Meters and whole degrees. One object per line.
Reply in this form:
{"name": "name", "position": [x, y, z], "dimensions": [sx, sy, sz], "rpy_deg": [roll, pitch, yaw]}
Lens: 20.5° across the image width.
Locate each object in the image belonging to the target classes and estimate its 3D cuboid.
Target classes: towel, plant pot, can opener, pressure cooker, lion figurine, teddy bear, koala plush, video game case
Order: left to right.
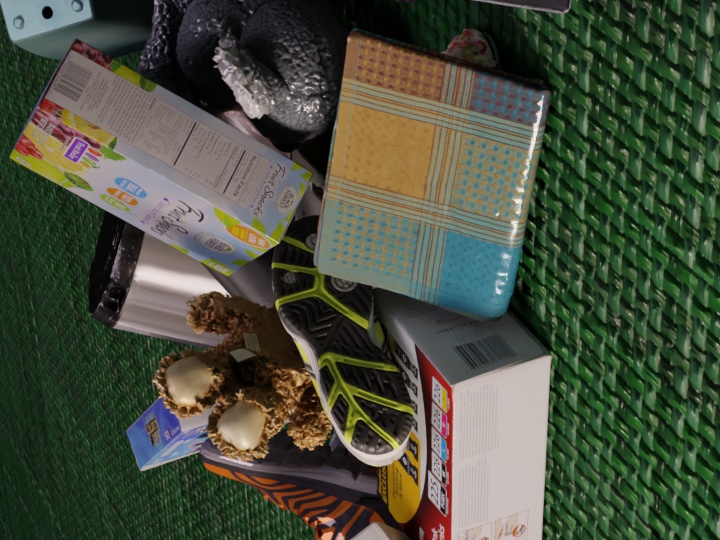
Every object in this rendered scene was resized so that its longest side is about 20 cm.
{"name": "plant pot", "position": [-0.228, -0.262, 1.746], "dimensions": [0.141, 0.200, 0.142], "rpy_deg": [-12, 95, 25]}
{"name": "pressure cooker", "position": [-0.126, -0.015, 1.752], "dimensions": [0.176, 0.199, 0.179], "rpy_deg": [-95, 23, -54]}
{"name": "can opener", "position": [-0.096, -0.023, 1.623], "dimensions": [0.200, 0.067, 0.053], "rpy_deg": [49, 161, -7]}
{"name": "video game case", "position": [-0.104, 0.119, 1.796], "dimensions": [0.046, 0.181, 0.200], "rpy_deg": [69, 159, 8]}
{"name": "teddy bear", "position": [-0.076, 0.077, 1.487], "dimensions": [0.200, 0.145, 0.067], "rpy_deg": [-68, 1, -58]}
{"name": "lion figurine", "position": [-0.076, -0.115, 1.682], "dimensions": [0.200, 0.122, 0.072], "rpy_deg": [55, 143, 10]}
{"name": "koala plush", "position": [-0.064, -0.165, 1.509], "dimensions": [0.200, 0.177, 0.184], "rpy_deg": [-134, 48, -58]}
{"name": "towel", "position": [0.047, -0.062, 1.366], "dimensions": [0.146, 0.022, 0.200], "rpy_deg": [17, 129, 11]}

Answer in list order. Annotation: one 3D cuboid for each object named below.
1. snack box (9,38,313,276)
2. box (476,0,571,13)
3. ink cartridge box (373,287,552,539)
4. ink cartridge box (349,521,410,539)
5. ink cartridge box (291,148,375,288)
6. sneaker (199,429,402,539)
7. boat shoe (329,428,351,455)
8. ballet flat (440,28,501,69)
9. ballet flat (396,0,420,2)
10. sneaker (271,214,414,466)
{"name": "snack box", "position": [-0.153, -0.079, 1.495], "dimensions": [0.068, 0.200, 0.169], "rpy_deg": [-65, 11, -15]}
{"name": "box", "position": [0.006, -0.234, 1.198], "dimensions": [0.198, 0.199, 0.124], "rpy_deg": [30, 112, 61]}
{"name": "ink cartridge box", "position": [0.063, 0.106, 1.497], "dimensions": [0.176, 0.084, 0.201], "rpy_deg": [-130, 31, -49]}
{"name": "ink cartridge box", "position": [0.008, 0.282, 1.561], "dimensions": [0.083, 0.145, 0.200], "rpy_deg": [54, -174, 22]}
{"name": "ink cartridge box", "position": [0.000, 0.000, 1.601], "dimensions": [0.115, 0.068, 0.201], "rpy_deg": [48, 148, 48]}
{"name": "sneaker", "position": [-0.047, 0.206, 1.709], "dimensions": [0.078, 0.199, 0.112], "rpy_deg": [-45, -36, -64]}
{"name": "boat shoe", "position": [-0.012, 0.197, 1.775], "dimensions": [0.070, 0.071, 0.201], "rpy_deg": [51, 150, 45]}
{"name": "ballet flat", "position": [0.058, -0.078, 1.403], "dimensions": [0.200, 0.064, 0.076], "rpy_deg": [94, 152, -42]}
{"name": "ballet flat", "position": [0.003, -0.256, 1.398], "dimensions": [0.069, 0.071, 0.200], "rpy_deg": [95, 151, -46]}
{"name": "sneaker", "position": [-0.018, 0.054, 1.451], "dimensions": [0.076, 0.075, 0.201], "rpy_deg": [91, 165, -64]}
